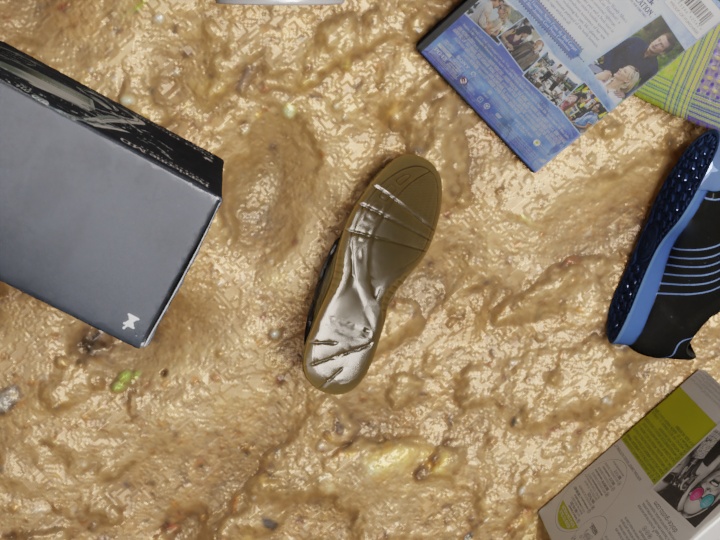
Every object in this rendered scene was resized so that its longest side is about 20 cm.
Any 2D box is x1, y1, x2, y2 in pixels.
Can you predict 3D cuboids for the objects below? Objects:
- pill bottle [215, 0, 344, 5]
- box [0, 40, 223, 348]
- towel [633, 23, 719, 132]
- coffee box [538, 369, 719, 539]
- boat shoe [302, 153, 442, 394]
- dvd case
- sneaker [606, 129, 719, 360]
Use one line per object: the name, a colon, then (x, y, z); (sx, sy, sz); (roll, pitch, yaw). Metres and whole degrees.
pill bottle: (-0.061, -0.292, 0.876); (0.113, 0.114, 0.201); (-1, 103, -5)
box: (-0.210, -0.061, 0.875); (0.200, 0.197, 0.124); (28, 100, -12)
towel: (0.323, -0.159, 0.934); (0.199, 0.023, 0.144); (23, 109, 12)
coffee box: (0.293, 0.238, 0.991); (0.198, 0.200, 0.200); (-43, 103, 6)
boat shoe: (0.000, 0.000, 0.977); (0.073, 0.065, 0.200); (30, 80, -18)
dvd case: (0.161, -0.186, 0.940); (0.200, 0.018, 0.143); (-40, 105, 24)
sneaker: (0.269, -0.016, 0.986); (0.078, 0.070, 0.200); (16, 121, -8)
